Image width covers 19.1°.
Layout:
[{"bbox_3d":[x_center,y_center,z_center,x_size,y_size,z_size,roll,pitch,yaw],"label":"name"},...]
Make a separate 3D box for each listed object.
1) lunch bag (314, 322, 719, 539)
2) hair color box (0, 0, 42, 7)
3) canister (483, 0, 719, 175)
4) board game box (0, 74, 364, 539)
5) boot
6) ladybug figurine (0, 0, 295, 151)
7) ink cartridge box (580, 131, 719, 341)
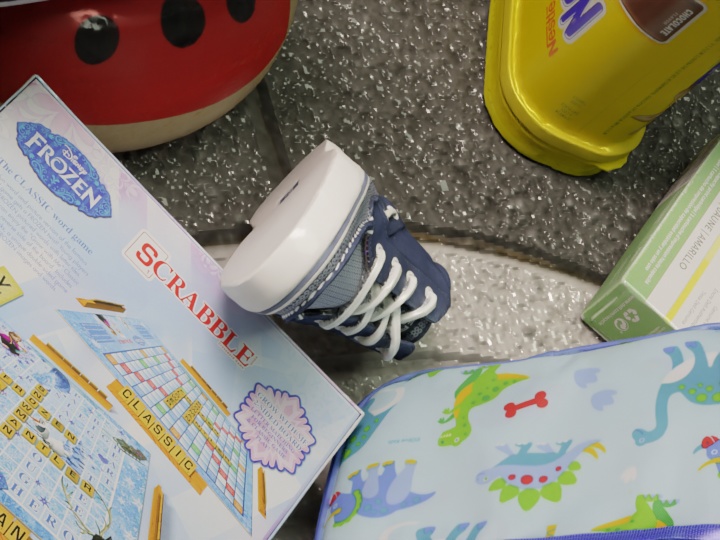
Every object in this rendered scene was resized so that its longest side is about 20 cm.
[{"bbox_3d":[0.081,0.107,0.862,0.083,0.200,0.161,62,32,-37],"label":"lunch bag"},{"bbox_3d":[-0.077,-0.160,0.851,0.200,0.101,0.061,-16,79,-44],"label":"hair color box"},{"bbox_3d":[0.150,-0.157,1.051,0.086,0.200,0.149,21,56,-21],"label":"canister"},{"bbox_3d":[-0.121,0.055,0.835,0.200,0.041,0.200,47,49,-8],"label":"board game box"},{"bbox_3d":[0.000,0.000,0.903,0.090,0.073,0.200,44,11,-6],"label":"boot"},{"bbox_3d":[-0.101,-0.128,0.955,0.136,0.072,0.200,50,51,1],"label":"ladybug figurine"},{"bbox_3d":[0.223,0.039,1.090,0.200,0.048,0.146,42,50,-2],"label":"ink cartridge box"}]
